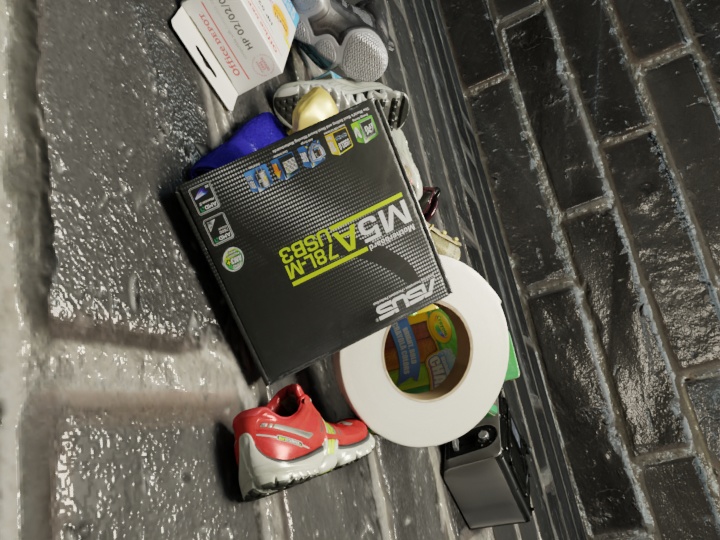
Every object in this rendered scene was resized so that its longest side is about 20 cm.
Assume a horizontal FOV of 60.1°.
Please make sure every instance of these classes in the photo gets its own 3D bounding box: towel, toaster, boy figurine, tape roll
[{"bbox_3d":[-0.097,-0.082,0.671,0.201,0.049,0.150,-70,139,-60],"label":"towel"},{"bbox_3d":[0.224,0.326,1.084,0.202,0.117,0.182,62,23,-25],"label":"toaster"},{"bbox_3d":[-0.046,-0.152,0.789,0.065,0.123,0.201,-53,153,-13],"label":"boy figurine"},{"bbox_3d":[0.067,0.084,0.670,0.207,0.199,0.037,69,-15,-6],"label":"tape roll"}]

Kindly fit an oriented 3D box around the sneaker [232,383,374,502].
[{"bbox_3d":[-0.047,0.146,0.576,0.199,0.076,0.087,18,51,-67],"label":"sneaker"}]

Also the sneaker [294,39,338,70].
[{"bbox_3d":[-0.099,-0.369,0.904,0.201,0.078,0.097,52,41,-31],"label":"sneaker"}]

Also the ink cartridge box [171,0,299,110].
[{"bbox_3d":[-0.135,-0.289,0.716,0.116,0.067,0.202,56,25,-37],"label":"ink cartridge box"}]

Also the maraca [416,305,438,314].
[{"bbox_3d":[0.105,0.094,0.977,0.200,0.105,0.140,37,69,-65],"label":"maraca"}]

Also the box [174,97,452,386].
[{"bbox_3d":[-0.038,-0.026,0.570,0.047,0.197,0.197,-146,-148,-78],"label":"box"}]

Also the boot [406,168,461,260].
[{"bbox_3d":[0.079,-0.062,0.883,0.074,0.154,0.200,-58,179,-24],"label":"boot"}]

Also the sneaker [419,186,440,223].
[{"bbox_3d":[0.087,-0.149,1.128,0.075,0.113,0.204,35,41,-58],"label":"sneaker"}]

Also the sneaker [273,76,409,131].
[{"bbox_3d":[-0.032,-0.230,0.855,0.196,0.076,0.082,-5,42,-29],"label":"sneaker"}]

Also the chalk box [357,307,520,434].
[{"bbox_3d":[0.099,0.128,0.797,0.124,0.196,0.127,35,40,-58],"label":"chalk box"}]

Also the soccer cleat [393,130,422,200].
[{"bbox_3d":[0.062,-0.205,1.089,0.076,0.070,0.202,-14,62,-36],"label":"soccer cleat"}]

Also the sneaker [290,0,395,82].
[{"bbox_3d":[-0.036,-0.349,0.855,0.199,0.075,0.115,38,40,-9],"label":"sneaker"}]

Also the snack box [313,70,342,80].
[{"bbox_3d":[-0.014,-0.215,1.027,0.116,0.036,0.204,-9,82,-70],"label":"snack box"}]
